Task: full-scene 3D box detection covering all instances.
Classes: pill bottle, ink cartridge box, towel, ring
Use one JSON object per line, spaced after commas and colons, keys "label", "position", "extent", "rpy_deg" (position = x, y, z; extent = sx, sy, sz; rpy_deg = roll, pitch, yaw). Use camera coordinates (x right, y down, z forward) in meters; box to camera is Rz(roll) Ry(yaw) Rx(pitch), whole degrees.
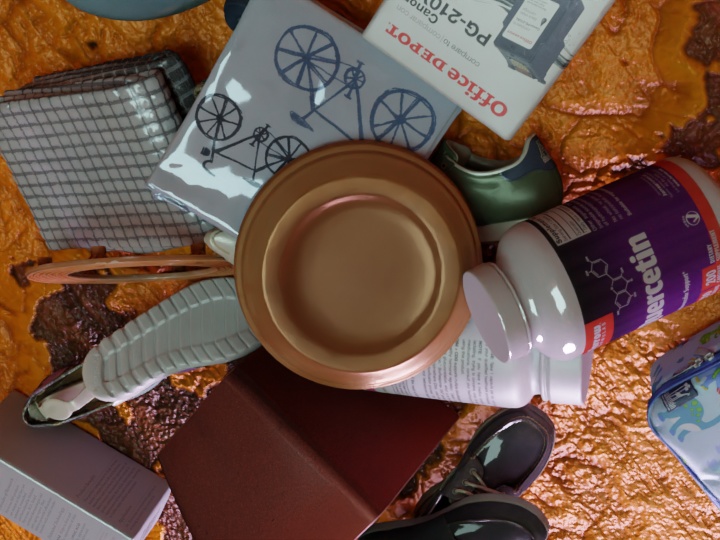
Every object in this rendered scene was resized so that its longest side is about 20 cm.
{"label": "pill bottle", "position": [0.184, -0.003, 0.988], "extent": [0.199, 0.112, 0.113], "rpy_deg": [-24, 111, -10]}
{"label": "pill bottle", "position": [0.096, 0.057, 1.094], "extent": [0.199, 0.113, 0.114], "rpy_deg": [6, 118, 16]}
{"label": "ink cartridge box", "position": [0.116, -0.222, 0.962], "extent": [0.144, 0.084, 0.200], "rpy_deg": [35, 121, -1]}
{"label": "towel", "position": [-0.213, -0.100, 1.127], "extent": [0.199, 0.086, 0.166], "rpy_deg": [-3, 123, 31]}
{"label": "ring", "position": [-0.192, -0.006, 1.124], "extent": [0.199, 0.200, 0.019], "rpy_deg": [-6, 85, 21]}

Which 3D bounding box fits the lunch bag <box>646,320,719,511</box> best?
{"label": "lunch bag", "position": [0.348, 0.130, 1.070], "extent": [0.160, 0.083, 0.200], "rpy_deg": [-33, 104, 26]}

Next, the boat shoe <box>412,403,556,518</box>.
{"label": "boat shoe", "position": [0.113, 0.207, 1.188], "extent": [0.074, 0.073, 0.200], "rpy_deg": [33, 121, -1]}

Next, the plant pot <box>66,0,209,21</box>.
{"label": "plant pot", "position": [-0.164, -0.284, 0.967], "extent": [0.160, 0.201, 0.201], "rpy_deg": [-25, 107, 39]}

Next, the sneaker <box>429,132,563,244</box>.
{"label": "sneaker", "position": [0.072, -0.066, 1.073], "extent": [0.199, 0.067, 0.090], "rpy_deg": [-7, 106, 21]}

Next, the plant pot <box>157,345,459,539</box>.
{"label": "plant pot", "position": [-0.062, 0.167, 1.166], "extent": [0.176, 0.200, 0.200], "rpy_deg": [44, 121, 4]}

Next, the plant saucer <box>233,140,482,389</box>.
{"label": "plant saucer", "position": [0.000, 0.000, 1.005], "extent": [0.199, 0.037, 0.202], "rpy_deg": [-1, 103, -5]}

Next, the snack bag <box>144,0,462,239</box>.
{"label": "snack bag", "position": [-0.043, -0.100, 1.010], "extent": [0.188, 0.021, 0.201], "rpy_deg": [30, 97, -10]}

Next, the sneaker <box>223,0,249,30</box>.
{"label": "sneaker", "position": [-0.042, -0.148, 1.044], "extent": [0.200, 0.082, 0.070], "rpy_deg": [36, 165, 0]}

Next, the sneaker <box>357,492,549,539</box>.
{"label": "sneaker", "position": [0.072, 0.269, 1.132], "extent": [0.199, 0.106, 0.075], "rpy_deg": [-22, 113, 30]}

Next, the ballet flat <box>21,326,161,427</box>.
{"label": "ballet flat", "position": [-0.258, 0.112, 1.264], "extent": [0.199, 0.071, 0.069], "rpy_deg": [-27, 104, 27]}

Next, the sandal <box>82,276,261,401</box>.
{"label": "sandal", "position": [-0.167, 0.063, 1.210], "extent": [0.201, 0.050, 0.083], "rpy_deg": [-20, 74, 5]}

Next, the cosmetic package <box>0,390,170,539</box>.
{"label": "cosmetic package", "position": [-0.307, 0.220, 1.318], "extent": [0.199, 0.102, 0.074], "rpy_deg": [30, 120, 3]}

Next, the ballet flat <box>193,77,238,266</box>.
{"label": "ballet flat", "position": [-0.101, -0.061, 1.046], "extent": [0.068, 0.075, 0.201], "rpy_deg": [2, 105, 56]}
